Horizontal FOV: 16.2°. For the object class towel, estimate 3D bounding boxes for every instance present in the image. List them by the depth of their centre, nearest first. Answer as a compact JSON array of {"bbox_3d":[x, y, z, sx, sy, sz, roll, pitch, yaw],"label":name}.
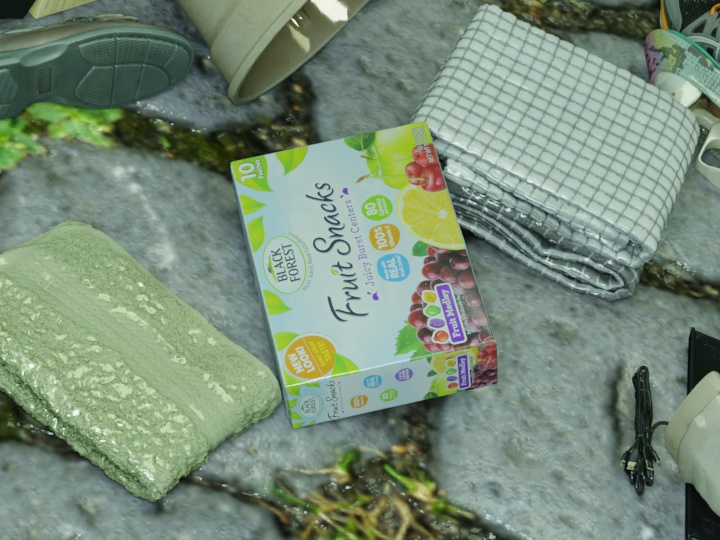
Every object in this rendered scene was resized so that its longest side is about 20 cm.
[{"bbox_3d":[-0.161,0.052,1.618,0.200,0.036,0.148,39,46,14],"label":"towel"},{"bbox_3d":[0.135,-0.082,1.848,0.200,0.086,0.166,26,47,2],"label":"towel"}]

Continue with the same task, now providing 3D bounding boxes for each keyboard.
[{"bbox_3d":[0.235,0.118,1.747,0.127,0.021,0.200,22,42,-12],"label":"keyboard"}]

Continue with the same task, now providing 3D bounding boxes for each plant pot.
[{"bbox_3d":[-0.081,-0.252,1.801,0.183,0.200,0.200,46,46,5],"label":"plant pot"}]

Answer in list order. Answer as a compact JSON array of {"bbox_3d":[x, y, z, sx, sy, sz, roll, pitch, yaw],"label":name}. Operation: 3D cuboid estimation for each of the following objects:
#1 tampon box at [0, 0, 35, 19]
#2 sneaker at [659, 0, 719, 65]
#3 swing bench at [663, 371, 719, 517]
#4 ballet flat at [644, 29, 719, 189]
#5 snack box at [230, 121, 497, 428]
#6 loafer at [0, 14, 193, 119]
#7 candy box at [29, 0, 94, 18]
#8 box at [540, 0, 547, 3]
[{"bbox_3d":[-0.306,-0.266,1.727,0.150,0.126,0.200,49,28,21],"label":"tampon box"},{"bbox_3d":[0.314,-0.174,2.020,0.078,0.077,0.200,-16,56,-33],"label":"sneaker"},{"bbox_3d":[0.320,0.158,1.657,0.200,0.130,0.199,-15,61,-34],"label":"swing bench"},{"bbox_3d":[0.276,-0.108,1.956,0.071,0.069,0.200,-36,69,-22],"label":"ballet flat"},{"bbox_3d":[0.000,0.000,1.696,0.142,0.053,0.200,-13,51,-4],"label":"snack box"},{"bbox_3d":[-0.215,-0.152,1.767,0.200,0.072,0.063,-12,49,-30],"label":"loafer"},{"bbox_3d":[-0.192,-0.267,1.894,0.200,0.055,0.115,-24,63,-38],"label":"candy box"},{"bbox_3d":[0.191,-0.292,2.096,0.075,0.050,0.200,40,45,15],"label":"box"}]
